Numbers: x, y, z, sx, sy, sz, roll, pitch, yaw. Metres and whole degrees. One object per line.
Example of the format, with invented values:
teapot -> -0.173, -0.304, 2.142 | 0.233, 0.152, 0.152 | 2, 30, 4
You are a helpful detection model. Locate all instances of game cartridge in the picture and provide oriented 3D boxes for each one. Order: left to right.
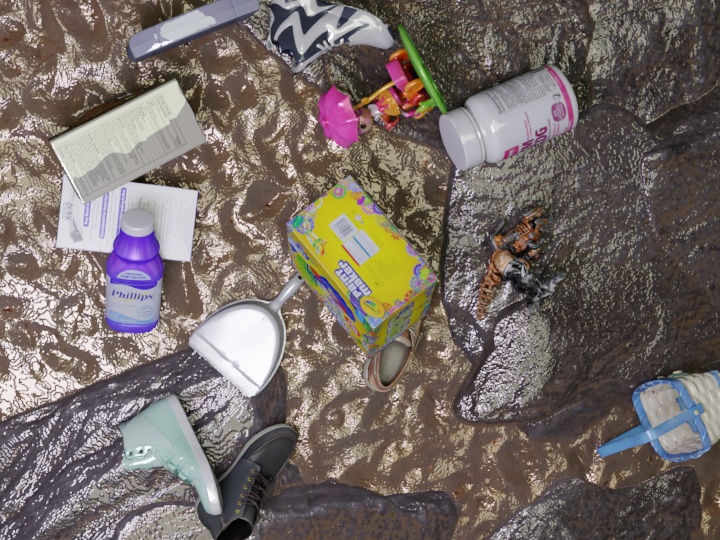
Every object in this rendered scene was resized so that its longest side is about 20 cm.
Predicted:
game cartridge -> -0.249, -0.360, 1.621 | 0.199, 0.133, 0.041 | -25, 105, -11

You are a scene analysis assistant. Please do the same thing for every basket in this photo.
basket -> 0.499, 0.247, 1.799 | 0.199, 0.176, 0.140 | -26, 83, -24

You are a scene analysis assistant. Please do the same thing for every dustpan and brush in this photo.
dustpan and brush -> -0.152, 0.078, 1.708 | 0.139, 0.057, 0.200 | 41, 90, 1

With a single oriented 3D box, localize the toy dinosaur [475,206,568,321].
toy dinosaur -> 0.254, -0.004, 1.785 | 0.135, 0.102, 0.200 | 37, 103, 3

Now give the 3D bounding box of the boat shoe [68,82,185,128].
boat shoe -> -0.354, -0.228, 1.635 | 0.199, 0.068, 0.072 | -32, 100, -8

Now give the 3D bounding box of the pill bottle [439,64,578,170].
pill bottle -> 0.233, -0.239, 1.743 | 0.199, 0.113, 0.114 | -24, 97, -10

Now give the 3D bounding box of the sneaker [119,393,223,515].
sneaker -> -0.287, 0.296, 1.645 | 0.118, 0.074, 0.201 | -27, 66, -12

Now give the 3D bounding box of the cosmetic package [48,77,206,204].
cosmetic package -> -0.333, -0.186, 1.573 | 0.199, 0.071, 0.106 | -28, 107, -12

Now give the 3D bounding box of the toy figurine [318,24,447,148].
toy figurine -> 0.024, -0.258, 1.691 | 0.183, 0.200, 0.151 | -28, 76, 10

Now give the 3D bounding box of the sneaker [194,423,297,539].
sneaker -> -0.157, 0.331, 1.676 | 0.200, 0.106, 0.075 | -47, 122, -2

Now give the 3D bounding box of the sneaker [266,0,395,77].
sneaker -> -0.054, -0.347, 1.693 | 0.198, 0.079, 0.130 | 20, 90, -13

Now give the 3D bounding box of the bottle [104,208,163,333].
bottle -> -0.328, 0.002, 1.601 | 0.083, 0.065, 0.201 | 4, 130, -11

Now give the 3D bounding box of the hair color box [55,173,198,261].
hair color box -> -0.349, -0.078, 1.647 | 0.199, 0.065, 0.110 | 7, 92, -15

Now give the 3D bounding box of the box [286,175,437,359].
box -> 0.000, 0.000, 1.629 | 0.122, 0.193, 0.200 | -38, 76, -12

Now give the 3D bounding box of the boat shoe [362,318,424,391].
boat shoe -> 0.065, 0.099, 1.741 | 0.075, 0.072, 0.201 | 17, 89, -13
